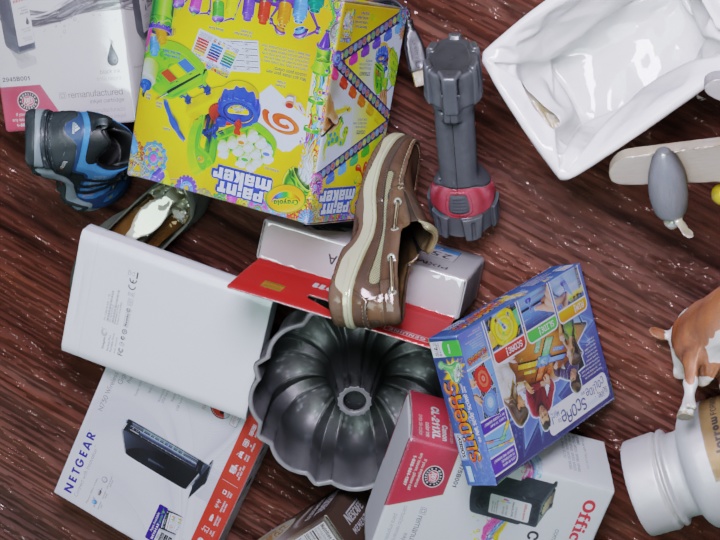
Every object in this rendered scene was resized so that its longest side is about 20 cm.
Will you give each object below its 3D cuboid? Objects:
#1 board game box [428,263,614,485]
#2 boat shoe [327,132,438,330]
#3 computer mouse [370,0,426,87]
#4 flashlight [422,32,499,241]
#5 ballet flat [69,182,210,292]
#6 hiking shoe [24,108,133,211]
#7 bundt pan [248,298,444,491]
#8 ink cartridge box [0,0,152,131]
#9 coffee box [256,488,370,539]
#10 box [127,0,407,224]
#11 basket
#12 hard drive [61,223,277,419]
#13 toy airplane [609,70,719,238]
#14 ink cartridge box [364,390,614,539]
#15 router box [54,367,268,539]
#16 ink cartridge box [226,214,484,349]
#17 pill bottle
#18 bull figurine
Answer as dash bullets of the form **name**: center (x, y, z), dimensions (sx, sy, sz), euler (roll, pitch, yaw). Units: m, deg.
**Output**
- **board game box**: center (0.147, 0.089, 1.480), dimensions (0.034, 0.199, 0.137), euler (-7, 103, 42)
- **boat shoe**: center (0.034, -0.032, 1.452), dimensions (0.074, 0.204, 0.075), euler (5, 148, 18)
- **computer mouse**: center (0.006, -0.153, 1.540), dimensions (0.139, 0.046, 0.203), euler (-5, 91, 26)
- **flashlight**: center (0.087, -0.117, 1.466), dimensions (0.068, 0.068, 0.201), euler (38, 151, 36)
- **ballet flat**: center (-0.228, -0.028, 1.628), dimensions (0.200, 0.064, 0.068), euler (-42, 90, 21)
- **hiking shoe**: center (-0.241, -0.099, 1.547), dimensions (0.085, 0.200, 0.075), euler (-1, 82, 11)
- **bundt pan**: center (-0.005, 0.103, 1.570), dimensions (0.199, 0.076, 0.204), euler (0, 118, 1)
- **ink cartridge box**: center (-0.272, -0.240, 1.579), dimensions (0.144, 0.085, 0.203), euler (-3, 101, 16)
- **coffee box**: center (-0.072, 0.299, 1.638), dimensions (0.199, 0.114, 0.080), euler (-35, 92, 19)
- **box**: center (-0.085, -0.159, 1.491), dimensions (0.198, 0.122, 0.195), euler (16, 102, 27)
- **basket**: center (0.226, -0.189, 1.423), dimensions (0.199, 0.123, 0.136), euler (-34, 88, 21)
- **hard drive**: center (-0.184, 0.049, 1.594), dimensions (0.198, 0.027, 0.133), euler (20, 114, 10)
- **toy airplane**: center (0.335, -0.083, 1.366), dimensions (0.199, 0.197, 0.143), euler (-25, 56, 53)
- **ink cartridge box**: center (0.117, 0.213, 1.538), dimensions (0.197, 0.083, 0.147), euler (15, 116, -8)
- **router box**: center (-0.192, 0.179, 1.676), dimensions (0.178, 0.049, 0.202), euler (28, 109, 8)
- **ink cartridge box**: center (0.000, 0.000, 1.510), dimensions (0.198, 0.176, 0.045), euler (16, 108, 11)
- **pill bottle**: center (0.340, 0.166, 1.486), dimensions (0.198, 0.114, 0.116), euler (-20, 97, 19)
- **bull figurine**: center (0.317, 0.060, 1.439), dimensions (0.064, 0.123, 0.200), euler (16, 143, -17)
